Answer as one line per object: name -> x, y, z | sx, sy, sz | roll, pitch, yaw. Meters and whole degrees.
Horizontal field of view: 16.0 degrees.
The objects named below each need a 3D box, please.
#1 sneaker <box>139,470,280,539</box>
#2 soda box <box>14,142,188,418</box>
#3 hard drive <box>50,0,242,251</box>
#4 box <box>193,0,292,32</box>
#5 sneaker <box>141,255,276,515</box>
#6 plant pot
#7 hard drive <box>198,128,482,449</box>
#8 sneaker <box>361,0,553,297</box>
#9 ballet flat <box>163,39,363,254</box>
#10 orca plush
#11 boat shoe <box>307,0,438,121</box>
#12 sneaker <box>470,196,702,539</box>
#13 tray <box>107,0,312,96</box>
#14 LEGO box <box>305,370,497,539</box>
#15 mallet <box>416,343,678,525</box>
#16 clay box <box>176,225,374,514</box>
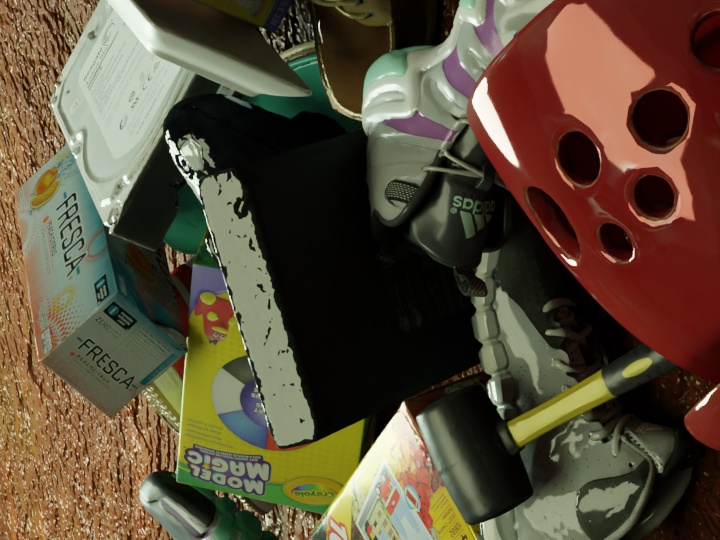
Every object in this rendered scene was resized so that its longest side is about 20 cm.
sneaker -> -0.070, 0.211, 1.589 | 0.200, 0.088, 0.074 | 37, -172, 2
soda box -> -0.161, -0.002, 1.560 | 0.064, 0.068, 0.200 | 41, -164, -31
hard drive -> -0.126, -0.116, 1.526 | 0.140, 0.038, 0.200 | -59, 27, 16
box -> -0.097, -0.209, 1.338 | 0.048, 0.199, 0.118 | 41, 107, 44
sneaker -> -0.077, 0.067, 1.645 | 0.071, 0.112, 0.200 | 35, 164, 45
plant pot -> 0.170, -0.044, 1.000 | 0.183, 0.200, 0.201 | 56, 149, 12
hard drive -> 0.000, 0.000, 1.324 | 0.033, 0.200, 0.141 | -15, 93, 32
sneaker -> 0.063, -0.057, 1.242 | 0.200, 0.077, 0.141 | 144, 134, -59
ballet flat -> -0.053, -0.085, 1.486 | 0.200, 0.069, 0.070 | -37, 72, 34
orca plush -> -0.025, -0.025, 1.391 | 0.201, 0.105, 0.071 | 55, 166, 1
boat shoe -> -0.006, -0.170, 1.338 | 0.075, 0.074, 0.201 | 15, 123, 26
sneaker -> 0.121, 0.060, 1.290 | 0.115, 0.075, 0.202 | 2, 98, 37
tray -> -0.108, -0.147, 1.389 | 0.022, 0.107, 0.200 | -59, 35, 15
LEGO box -> 0.056, 0.169, 1.439 | 0.150, 0.077, 0.200 | 61, 150, 20
mallet -> 0.110, 0.049, 1.234 | 0.200, 0.041, 0.066 | -39, 79, 28
clay box -> -0.048, 0.073, 1.535 | 0.048, 0.114, 0.201 | -71, -10, -52
